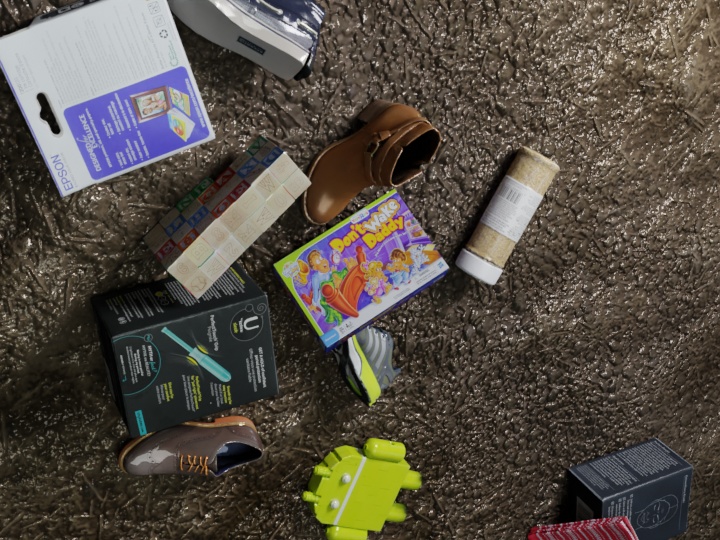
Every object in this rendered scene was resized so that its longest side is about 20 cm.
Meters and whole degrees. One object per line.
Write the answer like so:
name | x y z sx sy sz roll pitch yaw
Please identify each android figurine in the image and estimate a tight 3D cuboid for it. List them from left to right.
android figurine | 0.000 0.342 1.530 0.199 0.041 0.183 19 102 -33

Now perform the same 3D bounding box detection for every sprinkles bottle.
sprinkles bottle | 0.215 -0.080 1.437 0.068 0.068 0.201 24 99 -32

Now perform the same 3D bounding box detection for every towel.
towel | 0.400 0.500 1.702 0.022 0.199 0.145 -38 103 -49

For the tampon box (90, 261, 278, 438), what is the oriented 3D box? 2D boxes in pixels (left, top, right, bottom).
tampon box | -0.224 0.097 1.259 0.199 0.126 0.151 -15 118 -21

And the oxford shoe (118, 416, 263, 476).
oxford shoe | -0.231 0.250 1.353 0.199 0.073 0.072 -10 116 -22

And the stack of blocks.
stack of blocks | -0.168 -0.073 1.221 0.200 0.115 0.059 -45 123 -4

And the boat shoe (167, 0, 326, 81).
boat shoe | -0.134 -0.314 1.171 0.199 0.075 0.093 30 64 -20

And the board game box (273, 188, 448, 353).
board game box | 0.000 0.000 1.332 0.199 0.045 0.135 -33 79 -11

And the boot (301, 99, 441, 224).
boot | 0.014 -0.125 1.265 0.200 0.155 0.077 -49 124 0

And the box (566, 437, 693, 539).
box | 0.481 0.413 1.759 0.199 0.107 0.150 -13 117 -20

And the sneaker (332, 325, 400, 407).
sneaker | 0.000 0.097 1.415 0.081 0.074 0.201 -36 127 -25

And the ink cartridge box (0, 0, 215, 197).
ink cartridge box | -0.294 -0.212 1.137 0.199 0.043 0.199 -23 119 -11
